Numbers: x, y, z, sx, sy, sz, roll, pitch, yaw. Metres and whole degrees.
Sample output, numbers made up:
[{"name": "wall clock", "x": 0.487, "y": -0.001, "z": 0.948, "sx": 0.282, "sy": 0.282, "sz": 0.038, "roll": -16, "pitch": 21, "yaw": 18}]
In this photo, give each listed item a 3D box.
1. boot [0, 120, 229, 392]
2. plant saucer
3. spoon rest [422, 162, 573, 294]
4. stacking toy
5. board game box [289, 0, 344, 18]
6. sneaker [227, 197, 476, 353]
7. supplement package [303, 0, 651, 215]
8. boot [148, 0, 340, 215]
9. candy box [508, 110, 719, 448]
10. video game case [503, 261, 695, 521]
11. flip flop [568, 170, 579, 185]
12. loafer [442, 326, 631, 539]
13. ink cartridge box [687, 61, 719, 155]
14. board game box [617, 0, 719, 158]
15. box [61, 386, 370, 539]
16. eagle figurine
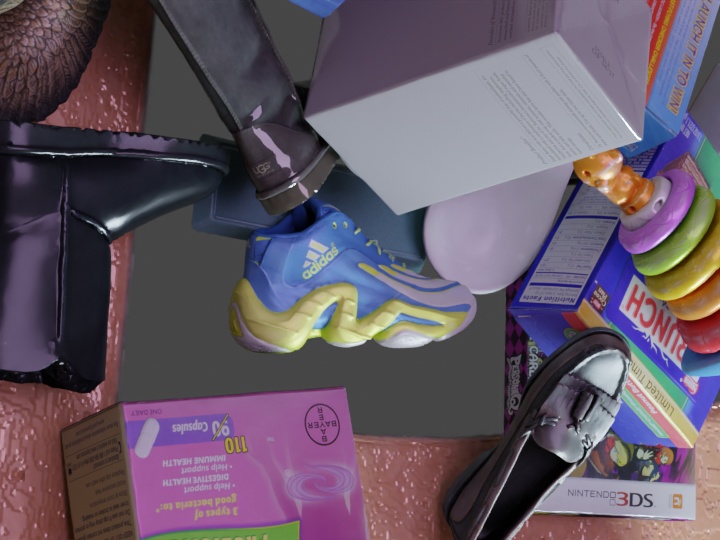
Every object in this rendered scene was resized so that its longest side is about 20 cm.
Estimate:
[{"name": "boot", "x": -0.176, "y": -0.007, "z": 1.320, "sx": 0.199, "sy": 0.076, "sz": 0.170, "roll": 2, "pitch": 91, "yaw": -43}, {"name": "plant saucer", "x": -0.030, "y": -0.048, "z": 1.464, "sx": 0.198, "sy": 0.019, "sz": 0.071, "roll": 11, "pitch": 78, "yaw": -31}, {"name": "spoon rest", "x": 0.121, "y": -0.074, "z": 1.506, "sx": 0.099, "sy": 0.061, "sz": 0.201, "roll": 37, "pitch": 83, "yaw": -23}, {"name": "stacking toy", "x": 0.225, "y": -0.027, "z": 1.440, "sx": 0.200, "sy": 0.116, "sz": 0.110, "roll": 40, "pitch": 58, "yaw": -17}, {"name": "board game box", "x": -0.078, "y": -0.294, "z": 1.298, "sx": 0.198, "sy": 0.043, "sz": 0.202, "roll": 25, "pitch": 61, "yaw": -21}, {"name": "sneaker", "x": 0.000, "y": 0.000, "z": 1.431, "sx": 0.198, "sy": 0.075, "sz": 0.106, "roll": -6, "pitch": 104, "yaw": -33}, {"name": "supplement package", "x": 0.080, "y": -0.140, "z": 1.354, "sx": 0.121, "sy": 0.199, "sz": 0.121, "roll": 44, "pitch": 42, "yaw": -40}, {"name": "boot", "x": -0.076, "y": -0.159, "z": 1.371, "sx": 0.201, "sy": 0.072, "sz": 0.182, "roll": 57, "pitch": 22, "yaw": -18}, {"name": "candy box", "x": 0.223, "y": 0.005, "z": 1.538, "sx": 0.169, "sy": 0.077, "sz": 0.201, "roll": 47, "pitch": 62, "yaw": -31}, {"name": "video game case", "x": 0.190, "y": 0.094, "z": 1.582, "sx": 0.180, "sy": 0.036, "sz": 0.202, "roll": 8, "pitch": 80, "yaw": -34}, {"name": "flip flop", "x": 0.165, "y": -0.107, "z": 1.576, "sx": 0.198, "sy": 0.057, "sz": 0.082, "roll": -9, "pitch": 89, "yaw": -34}, {"name": "loafer", "x": 0.135, "y": 0.133, "z": 1.456, "sx": 0.071, "sy": 0.063, "sz": 0.201, "roll": 28, "pitch": 113, "yaw": -20}, {"name": "ink cartridge box", "x": 0.352, "y": -0.062, "z": 1.680, "sx": 0.200, "sy": 0.085, "sz": 0.148, "roll": 42, "pitch": 63, "yaw": -21}, {"name": "board game box", "x": 0.174, "y": -0.222, "z": 1.489, "sx": 0.195, "sy": 0.056, "sz": 0.201, "roll": 37, "pitch": 56, "yaw": -21}, {"name": "box", "x": -0.089, "y": 0.188, "z": 1.331, "sx": 0.174, "sy": 0.096, "sz": 0.202, "roll": -1, "pitch": 76, "yaw": -34}, {"name": "eagle figurine", "x": -0.214, "y": -0.199, "z": 1.299, "sx": 0.151, "sy": 0.150, "sz": 0.202, "roll": 22, "pitch": 62, "yaw": -40}]
